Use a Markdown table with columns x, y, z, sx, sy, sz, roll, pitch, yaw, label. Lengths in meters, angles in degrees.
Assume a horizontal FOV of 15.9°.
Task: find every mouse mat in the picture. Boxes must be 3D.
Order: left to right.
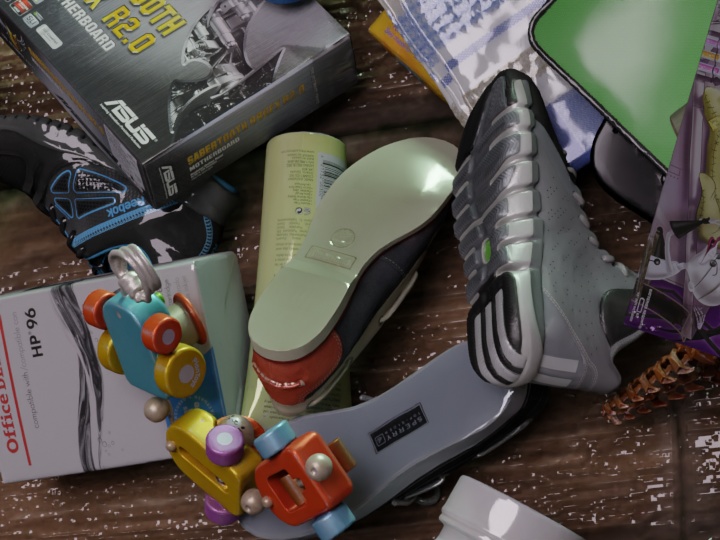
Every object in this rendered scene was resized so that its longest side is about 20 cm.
| x | y | z | sx | sy | sz | roll | pitch | yaw | label |
| --- | --- | --- | --- | --- | --- | --- | --- | --- | --- |
| 0.215 | -0.125 | 1.465 | 0.161 | 0.008 | 0.200 | -45 | 82 | 0 | mouse mat |

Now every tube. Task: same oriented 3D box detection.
| x | y | z | sx | sy | sz | roll | pitch | yaw | label |
| --- | --- | --- | --- | --- | --- | --- | --- | --- | --- |
| -0.037 | 0.017 | 1.563 | 0.058 | 0.052 | 0.201 | -7 | 69 | 20 | tube |

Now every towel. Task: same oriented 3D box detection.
| x | y | z | sx | sy | sz | roll | pitch | yaw | label |
| --- | --- | --- | --- | --- | --- | --- | --- | --- | --- |
| 0.098 | -0.157 | 1.522 | 0.146 | 0.024 | 0.201 | -35 | 84 | 3 | towel |

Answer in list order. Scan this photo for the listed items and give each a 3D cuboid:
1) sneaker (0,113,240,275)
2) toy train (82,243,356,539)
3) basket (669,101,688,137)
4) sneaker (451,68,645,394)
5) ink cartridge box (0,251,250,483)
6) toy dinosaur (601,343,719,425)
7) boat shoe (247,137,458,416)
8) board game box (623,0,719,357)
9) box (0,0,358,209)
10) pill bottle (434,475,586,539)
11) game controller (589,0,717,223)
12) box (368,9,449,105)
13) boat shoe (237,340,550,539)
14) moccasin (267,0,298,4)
| x | y | z | sx | sy | sz | roll | pitch | yaw | label |
| --- | --- | --- | --- | --- | --- | --- | --- | --- | --- |
| -0.176 | -0.044 | 1.638 | 0.199 | 0.073 | 0.082 | 16 | 81 | 30 | sneaker |
| -0.073 | 0.069 | 1.454 | 0.056 | 0.150 | 0.200 | -35 | 85 | -31 | toy train |
| 0.278 | -0.090 | 1.377 | 0.199 | 0.180 | 0.137 | -33 | 73 | 10 | basket |
| 0.118 | -0.015 | 1.466 | 0.075 | 0.115 | 0.201 | -44 | 38 | 52 | sneaker |
| -0.166 | 0.063 | 1.577 | 0.199 | 0.068 | 0.117 | -11 | 93 | 22 | ink cartridge box |
| 0.238 | 0.057 | 1.415 | 0.199 | 0.102 | 0.136 | -31 | 45 | 33 | toy dinosaur |
| 0.000 | 0.000 | 1.526 | 0.071 | 0.063 | 0.200 | 17 | 52 | 28 | boat shoe |
| 0.218 | -0.049 | 1.316 | 0.119 | 0.032 | 0.201 | 17 | 103 | 13 | board game box |
| -0.121 | -0.149 | 1.623 | 0.158 | 0.048 | 0.200 | -33 | 55 | -15 | box |
| 0.046 | 0.221 | 1.420 | 0.111 | 0.111 | 0.201 | 25 | 84 | 30 | pill bottle |
| 0.218 | -0.113 | 1.481 | 0.104 | 0.042 | 0.201 | 33 | 87 | -4 | game controller |
| 0.112 | -0.183 | 1.571 | 0.119 | 0.041 | 0.200 | 42 | 95 | 30 | box |
| 0.019 | 0.102 | 1.498 | 0.199 | 0.068 | 0.074 | -34 | 62 | 18 | boat shoe |
| -0.017 | -0.255 | 1.610 | 0.068 | 0.081 | 0.200 | 22 | 59 | 40 | moccasin |
